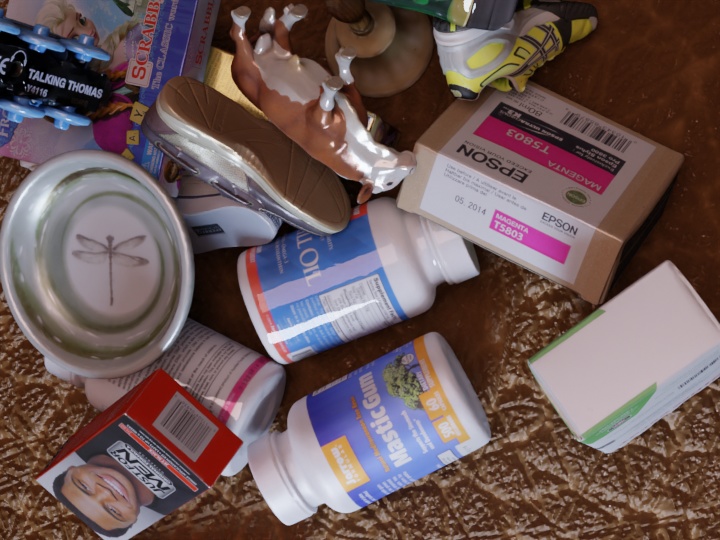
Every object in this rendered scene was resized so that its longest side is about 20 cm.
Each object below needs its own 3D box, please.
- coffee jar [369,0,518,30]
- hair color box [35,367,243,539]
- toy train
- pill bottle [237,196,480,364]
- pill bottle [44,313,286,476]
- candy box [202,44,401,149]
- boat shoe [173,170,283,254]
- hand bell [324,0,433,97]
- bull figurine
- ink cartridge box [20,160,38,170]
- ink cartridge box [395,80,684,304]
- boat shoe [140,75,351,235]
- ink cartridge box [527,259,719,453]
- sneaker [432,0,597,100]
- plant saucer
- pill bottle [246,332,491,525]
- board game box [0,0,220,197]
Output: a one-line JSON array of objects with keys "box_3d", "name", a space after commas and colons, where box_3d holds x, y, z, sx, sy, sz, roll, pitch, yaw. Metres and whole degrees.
[{"box_3d": [0.037, -0.261, 1.485, 0.200, 0.104, 0.085, 13, 127, -3], "name": "coffee jar"}, {"box_3d": [-0.197, 0.168, 1.607, 0.102, 0.200, 0.061, 42, 52, -8], "name": "hair color box"}, {"box_3d": [-0.300, -0.175, 1.530, 0.114, 0.200, 0.087, 22, 97, 36], "name": "toy train"}, {"box_3d": [0.000, 0.000, 1.631, 0.200, 0.112, 0.112, -22, 81, 8], "name": "pill bottle"}, {"box_3d": [-0.178, 0.094, 1.658, 0.200, 0.113, 0.113, 26, 90, 12], "name": "pill bottle"}, {"box_3d": [-0.071, -0.147, 1.658, 0.200, 0.117, 0.057, 25, 92, 12], "name": "candy box"}, {"box_3d": [-0.141, -0.071, 1.676, 0.202, 0.075, 0.086, -4, 47, 42], "name": "boat shoe"}, {"box_3d": [-0.002, -0.221, 1.607, 0.104, 0.200, 0.104, -1, 85, 11], "name": "hand bell"}, {"box_3d": [-0.037, -0.144, 1.529, 0.200, 0.121, 0.065, 36, 56, 26], "name": "bull figurine"}, {"box_3d": [-0.241, -0.193, 1.712, 0.146, 0.084, 0.200, -3, 85, 13], "name": "ink cartridge box"}, {"box_3d": [0.158, -0.079, 1.578, 0.200, 0.165, 0.075, 27, 130, 12], "name": "ink cartridge box"}, {"box_3d": [-0.099, -0.091, 1.569, 0.200, 0.065, 0.072, 32, 48, -21], "name": "boat shoe"}, {"box_3d": [0.232, 0.078, 1.532, 0.146, 0.200, 0.084, -36, 76, 6], "name": "ink cartridge box"}, {"box_3d": [0.134, -0.199, 1.599, 0.075, 0.200, 0.077, 14, 112, 43], "name": "sneaker"}, {"box_3d": [-0.222, -0.007, 1.589, 0.200, 0.050, 0.200, 4, 99, 26], "name": "plant saucer"}, {"box_3d": [0.005, 0.146, 1.616, 0.200, 0.112, 0.112, -28, 80, 7], "name": "pill bottle"}, {"box_3d": [-0.234, -0.183, 1.627, 0.199, 0.041, 0.200, 13, 92, 25], "name": "board game box"}]
